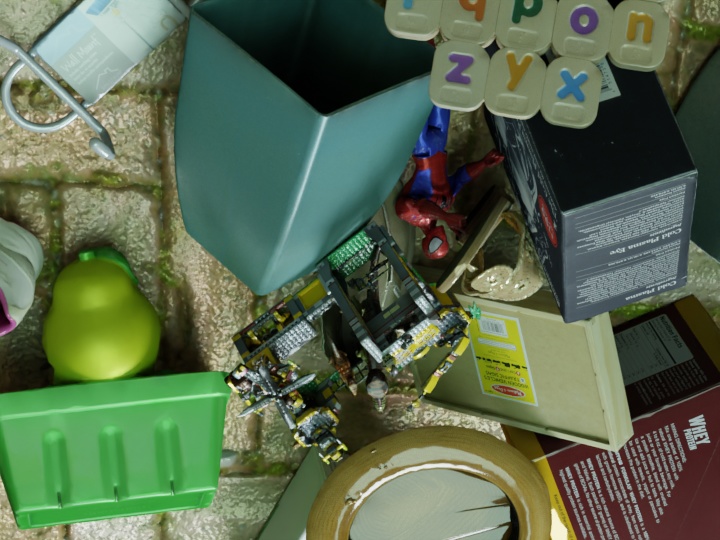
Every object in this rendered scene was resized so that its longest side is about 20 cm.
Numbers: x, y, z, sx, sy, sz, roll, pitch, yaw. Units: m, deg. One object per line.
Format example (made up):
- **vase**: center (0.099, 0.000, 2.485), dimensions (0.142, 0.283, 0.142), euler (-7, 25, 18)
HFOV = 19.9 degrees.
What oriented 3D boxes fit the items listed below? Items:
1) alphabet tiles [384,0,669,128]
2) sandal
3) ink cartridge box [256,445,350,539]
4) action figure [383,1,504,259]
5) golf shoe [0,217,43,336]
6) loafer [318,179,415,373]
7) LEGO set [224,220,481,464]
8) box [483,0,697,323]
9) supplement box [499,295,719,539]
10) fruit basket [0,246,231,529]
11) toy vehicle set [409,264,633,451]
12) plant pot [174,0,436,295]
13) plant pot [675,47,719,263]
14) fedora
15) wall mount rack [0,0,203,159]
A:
- **alphabet tiles**: center (0.120, -0.199, 1.444), dimensions (0.199, 0.015, 0.197), euler (8, 76, 5)
- **sandal**: center (0.112, -0.012, 1.571), dimensions (0.069, 0.212, 0.078), euler (37, 105, -3)
- **ink cartridge box**: center (0.018, 0.256, 1.767), dimensions (0.199, 0.088, 0.146), euler (22, 111, -20)
- **action figure**: center (0.068, -0.102, 1.559), dimensions (0.065, 0.099, 0.201), euler (-16, 111, -40)
- **golf shoe**: center (-0.336, -0.011, 1.543), dimensions (0.199, 0.092, 0.075), euler (16, 135, -19)
- **loafer**: center (0.000, 0.000, 1.627), dimensions (0.075, 0.068, 0.201), euler (10, 124, 27)
- **LEGO set**: center (0.003, 0.072, 1.551), dimensions (0.199, 0.116, 0.154), euler (-31, 132, -1)
- **box**: center (0.164, -0.095, 1.515), dimensions (0.103, 0.201, 0.182), euler (-18, 153, -2)
- **supplement box**: center (0.241, 0.166, 1.742), dimensions (0.199, 0.133, 0.198), euler (-23, 120, 0)
- **fruit basket**: center (-0.204, 0.091, 1.626), dimensions (0.214, 0.156, 0.217), euler (2, 74, -7)
- **toy vehicle set**: center (0.119, 0.068, 1.645), dimensions (0.026, 0.199, 0.125), euler (-41, 129, -38)
- **plant pot**: center (-0.050, -0.092, 1.519), dimensions (0.141, 0.141, 0.201), euler (-26, 145, -42)
- **plant pot**: center (0.363, -0.101, 1.605), dimensions (0.195, 0.196, 0.201), euler (13, 104, -18)
- **fedora**: center (0.053, 0.200, 1.655), dimensions (0.199, 0.082, 0.202), euler (-2, 109, -6)
- **wall mount rack**: center (-0.201, -0.182, 1.498), dimensions (0.200, 0.075, 0.174), euler (-42, 118, 10)
